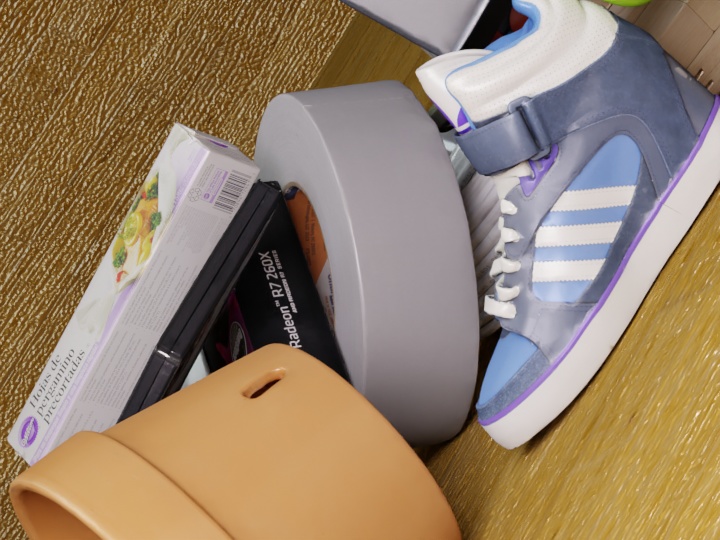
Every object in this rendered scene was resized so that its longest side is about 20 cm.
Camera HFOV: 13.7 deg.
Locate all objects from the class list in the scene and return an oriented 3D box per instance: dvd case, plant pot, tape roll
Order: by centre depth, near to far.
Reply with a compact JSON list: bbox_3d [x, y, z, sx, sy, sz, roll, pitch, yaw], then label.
[{"bbox_3d":[-0.047,0.130,1.407,0.140,0.200,0.200,-41,3,-17],"label":"plant pot"},{"bbox_3d":[-0.104,0.062,1.532,0.200,0.018,0.143,-60,0,42],"label":"dvd case"},{"bbox_3d":[0.000,0.000,1.621,0.200,0.066,0.201,172,90,-73],"label":"tape roll"}]

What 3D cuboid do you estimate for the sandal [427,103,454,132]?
[{"bbox_3d":[0.080,-0.157,1.696,0.201,0.057,0.080,-62,9,-30],"label":"sandal"}]

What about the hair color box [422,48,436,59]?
[{"bbox_3d":[0.100,-0.151,1.856,0.064,0.111,0.200,-47,5,-13],"label":"hair color box"}]

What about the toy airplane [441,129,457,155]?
[{"bbox_3d":[-0.004,-0.020,1.873,0.199,0.141,0.200,-33,5,27],"label":"toy airplane"}]

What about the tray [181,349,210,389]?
[{"bbox_3d":[-0.079,0.135,1.627,0.107,0.022,0.200,100,155,-47],"label":"tray"}]

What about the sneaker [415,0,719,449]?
[{"bbox_3d":[0.072,-0.034,1.416,0.200,0.146,0.081,-56,7,4],"label":"sneaker"}]

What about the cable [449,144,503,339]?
[{"bbox_3d":[0.096,-0.059,1.677,0.200,0.069,0.200,-51,9,35],"label":"cable"}]

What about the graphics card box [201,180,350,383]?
[{"bbox_3d":[-0.046,0.066,1.607,0.126,0.051,0.200,103,155,-51],"label":"graphics card box"}]

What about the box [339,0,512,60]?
[{"bbox_3d":[-0.007,-0.195,1.489,0.107,0.200,0.148,-61,-5,6],"label":"box"}]

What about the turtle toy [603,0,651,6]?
[{"bbox_3d":[0.178,-0.186,1.397,0.200,0.101,0.146,-13,8,1],"label":"turtle toy"}]

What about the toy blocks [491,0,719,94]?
[{"bbox_3d":[0.128,-0.125,1.541,0.137,0.100,0.200,-52,33,-4],"label":"toy blocks"}]

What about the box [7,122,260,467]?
[{"bbox_3d":[-0.121,0.018,1.593,0.039,0.041,0.200,41,106,48],"label":"box"}]
